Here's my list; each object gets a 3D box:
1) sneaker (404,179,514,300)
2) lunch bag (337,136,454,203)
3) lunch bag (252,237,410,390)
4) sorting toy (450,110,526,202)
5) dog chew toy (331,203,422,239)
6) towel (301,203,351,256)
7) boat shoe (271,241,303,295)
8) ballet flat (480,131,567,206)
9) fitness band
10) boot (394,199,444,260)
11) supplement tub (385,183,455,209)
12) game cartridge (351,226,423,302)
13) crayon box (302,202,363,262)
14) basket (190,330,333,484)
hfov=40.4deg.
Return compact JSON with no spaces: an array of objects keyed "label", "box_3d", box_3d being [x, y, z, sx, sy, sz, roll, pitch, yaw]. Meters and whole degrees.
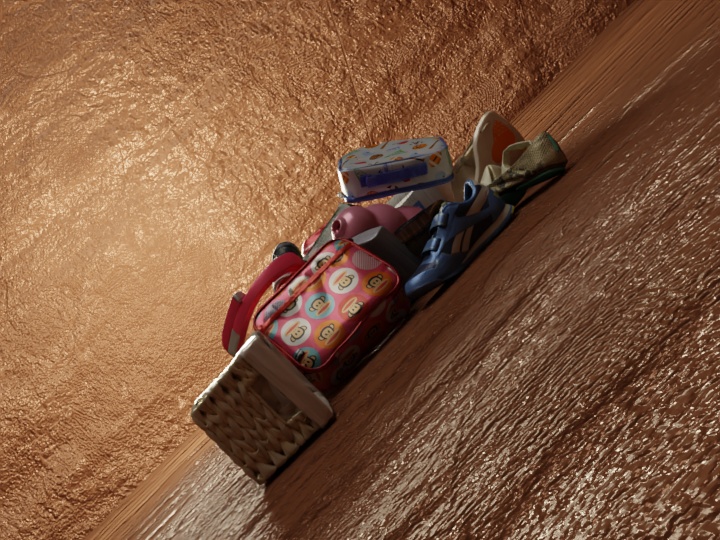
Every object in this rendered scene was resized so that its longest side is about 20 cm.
[{"label":"sneaker","box_3d":[0.120,-0.042,1.334,0.200,0.082,0.074,-46,5,-20]},{"label":"lunch bag","box_3d":[0.054,-0.167,1.635,0.198,0.076,0.160,-13,18,3]},{"label":"lunch bag","box_3d":[-0.048,0.053,1.379,0.200,0.176,0.082,-45,-36,-16]},{"label":"sorting toy","box_3d":[0.186,-0.123,1.558,0.181,0.106,0.200,-60,-2,-14]},{"label":"dog chew toy","box_3d":[0.038,-0.051,1.554,0.199,0.125,0.124,13,-41,-39]},{"label":"towel","box_3d":[-0.057,-0.022,1.782,0.144,0.022,0.201,-39,31,25]},{"label":"boat shoe","box_3d":[-0.107,0.049,1.621,0.091,0.070,0.201,-98,3,-47]},{"label":"ballet flat","box_3d":[0.214,-0.132,1.381,0.067,0.076,0.200,-11,-18,-34]},{"label":"fitness band","box_3d":[-0.144,0.058,1.485,0.143,0.037,0.201,-30,-29,-44]},{"label":"boot","box_3d":[0.111,-0.043,1.454,0.075,0.097,0.200,-36,0,21]},{"label":"supplement tub","box_3d":[0.093,-0.077,1.777,0.200,0.132,0.132,-43,2,21]},{"label":"game cartridge","box_3d":[0.013,0.015,1.494,0.200,0.133,0.041,-41,10,50]},{"label":"crayon box","box_3d":[0.000,0.000,1.642,0.051,0.200,0.127,11,60,42]},{"label":"basket","box_3d":[-0.123,0.165,1.204,0.123,0.136,0.200,-46,2,-5]}]
